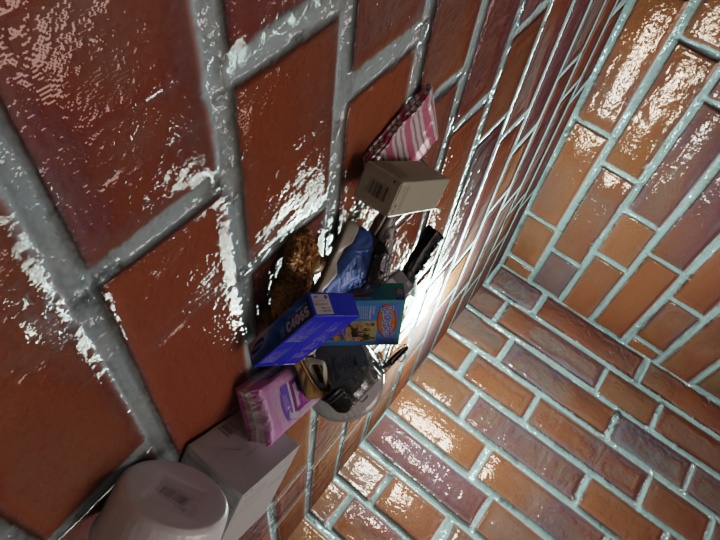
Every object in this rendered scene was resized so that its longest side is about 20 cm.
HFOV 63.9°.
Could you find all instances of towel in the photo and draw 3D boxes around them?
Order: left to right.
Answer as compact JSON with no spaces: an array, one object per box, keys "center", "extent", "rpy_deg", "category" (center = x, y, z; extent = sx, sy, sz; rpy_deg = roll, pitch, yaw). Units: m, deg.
[{"center":[0.082,-0.226,1.070],"extent":[0.201,0.030,0.147],"rpy_deg":[-50,156,-12],"category":"towel"}]

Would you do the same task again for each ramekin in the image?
[{"center":[-0.302,0.385,0.895],"extent":[0.099,0.199,0.200],"rpy_deg":[-64,162,7],"category":"ramekin"},{"center":[-0.049,0.239,1.335],"extent":[0.201,0.199,0.105],"rpy_deg":[-51,153,-15],"category":"ramekin"}]

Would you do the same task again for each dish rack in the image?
[{"center":[0.014,0.216,1.194],"extent":[0.200,0.055,0.153],"rpy_deg":[-42,177,-16],"category":"dish rack"}]

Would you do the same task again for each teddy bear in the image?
[{"center":[-0.108,0.027,0.985],"extent":[0.201,0.066,0.145],"rpy_deg":[-62,165,20],"category":"teddy bear"}]

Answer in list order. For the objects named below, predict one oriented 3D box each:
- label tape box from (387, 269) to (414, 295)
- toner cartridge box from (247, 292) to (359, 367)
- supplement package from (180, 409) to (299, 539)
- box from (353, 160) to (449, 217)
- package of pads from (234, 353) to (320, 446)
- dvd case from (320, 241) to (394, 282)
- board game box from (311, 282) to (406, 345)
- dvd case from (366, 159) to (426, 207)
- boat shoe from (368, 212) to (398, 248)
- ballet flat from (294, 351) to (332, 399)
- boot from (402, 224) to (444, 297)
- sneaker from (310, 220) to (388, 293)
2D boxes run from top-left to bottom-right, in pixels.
[{"center":[0.024,0.090,1.376],"extent":[0.144,0.064,0.200],"rpy_deg":[-38,-179,38],"category":"label tape box"},{"center":[-0.098,0.101,0.958],"extent":[0.094,0.044,0.200],"rpy_deg":[5,147,-41],"category":"toner cartridge box"},{"center":[-0.259,0.416,1.145],"extent":[0.191,0.146,0.202],"rpy_deg":[-23,144,-61],"category":"supplement package"},{"center":[0.078,-0.150,1.030],"extent":[0.199,0.082,0.069],"rpy_deg":[-15,135,-57],"category":"box"},{"center":[-0.159,0.249,1.165],"extent":[0.200,0.075,0.122],"rpy_deg":[-31,115,-56],"category":"package of pads"},{"center":[-0.006,-0.001,1.198],"extent":[0.199,0.022,0.147],"rpy_deg":[-30,140,-37],"category":"dvd case"},{"center":[-0.016,0.089,1.139],"extent":[0.153,0.197,0.045],"rpy_deg":[95,-6,-48],"category":"board game box"},{"center":[0.078,-0.182,1.202],"extent":[0.144,0.017,0.200],"rpy_deg":[-59,162,7],"category":"dvd case"},{"center":[0.036,-0.046,1.119],"extent":[0.202,0.056,0.067],"rpy_deg":[-62,-168,12],"category":"boat shoe"},{"center":[-0.103,0.166,1.121],"extent":[0.069,0.062,0.202],"rpy_deg":[-69,147,-52],"category":"ballet flat"},{"center":[0.178,-0.026,1.706],"extent":[0.202,0.065,0.165],"rpy_deg":[-61,165,1],"category":"boot"},{"center":[-0.018,0.022,1.041],"extent":[0.202,0.110,0.077],"rpy_deg":[-65,-169,-15],"category":"sneaker"}]
